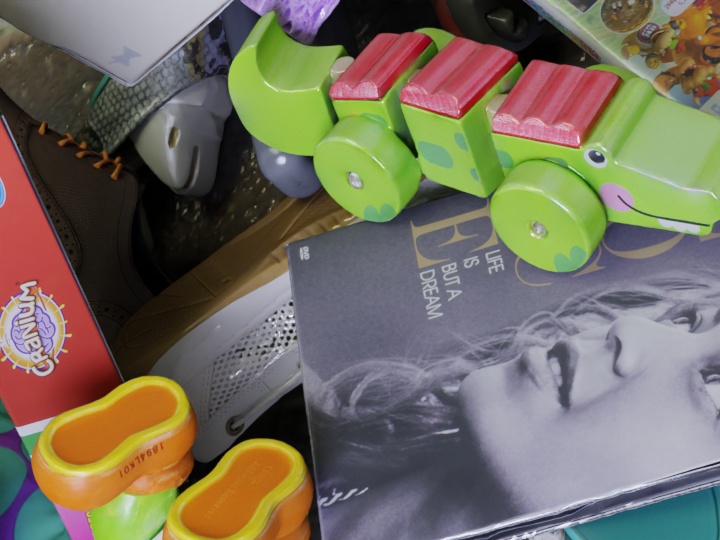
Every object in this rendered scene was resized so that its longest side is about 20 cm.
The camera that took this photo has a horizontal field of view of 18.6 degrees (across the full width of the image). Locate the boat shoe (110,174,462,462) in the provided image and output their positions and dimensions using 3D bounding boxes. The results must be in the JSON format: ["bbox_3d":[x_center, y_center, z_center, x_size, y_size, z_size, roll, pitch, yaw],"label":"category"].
[{"bbox_3d":[0.000,0.000,0.855,0.199,0.070,0.071,-35,21,0],"label":"boat shoe"}]

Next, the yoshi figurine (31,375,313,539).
[{"bbox_3d":[-0.069,0.142,0.748,0.111,0.201,0.113,-3,42,-3],"label":"yoshi figurine"}]

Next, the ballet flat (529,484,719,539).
[{"bbox_3d":[0.073,0.056,0.759,0.072,0.072,0.200,-45,43,15],"label":"ballet flat"}]

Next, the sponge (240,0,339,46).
[{"bbox_3d":[-0.042,-0.172,0.883,0.112,0.030,0.200,-57,36,6],"label":"sponge"}]

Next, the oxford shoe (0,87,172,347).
[{"bbox_3d":[-0.132,-0.039,0.924,0.073,0.201,0.071,-27,18,9],"label":"oxford shoe"}]

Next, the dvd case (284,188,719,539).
[{"bbox_3d":[0.076,0.018,0.732,0.199,0.016,0.149,-16,45,7],"label":"dvd case"}]

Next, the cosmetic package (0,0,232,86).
[{"bbox_3d":[-0.106,-0.183,0.856,0.071,0.105,0.201,-34,45,34],"label":"cosmetic package"}]

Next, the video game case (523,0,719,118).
[{"bbox_3d":[0.117,-0.143,0.799,0.143,0.018,0.200,-43,57,-4],"label":"video game case"}]

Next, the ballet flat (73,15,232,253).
[{"bbox_3d":[-0.103,-0.045,0.982,0.200,0.072,0.072,-46,45,15],"label":"ballet flat"}]

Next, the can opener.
[{"bbox_3d":[-0.026,-0.109,0.898,0.052,0.066,0.201,-31,44,17],"label":"can opener"}]

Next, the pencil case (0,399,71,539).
[{"bbox_3d":[-0.127,0.111,0.893,0.092,0.085,0.200,-45,41,-8],"label":"pencil case"}]

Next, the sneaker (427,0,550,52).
[{"bbox_3d":[0.030,-0.162,0.909,0.098,0.071,0.202,-33,52,35],"label":"sneaker"}]

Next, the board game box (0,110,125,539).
[{"bbox_3d":[-0.129,0.001,0.794,0.040,0.201,0.153,-26,35,-9],"label":"board game box"}]

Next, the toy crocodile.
[{"bbox_3d":[0.043,-0.051,0.757,0.199,0.062,0.068,15,52,36],"label":"toy crocodile"}]
